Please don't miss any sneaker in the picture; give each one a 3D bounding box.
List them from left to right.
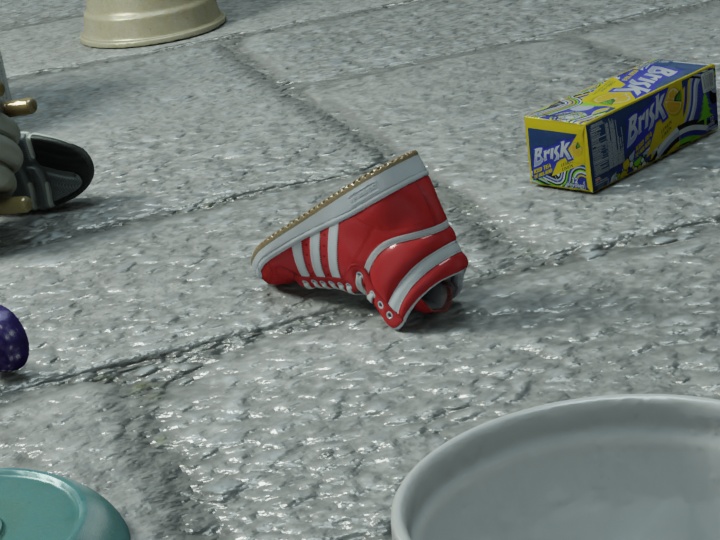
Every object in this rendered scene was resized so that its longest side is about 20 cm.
[{"bbox_3d":[-0.341,-0.102,1.640,0.199,0.075,0.116,-5,18,9],"label":"sneaker"},{"bbox_3d":[0.000,0.000,1.267,0.071,0.113,0.200,-28,-2,-40],"label":"sneaker"}]

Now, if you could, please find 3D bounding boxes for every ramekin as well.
[{"bbox_3d":[0.117,0.142,0.758,0.200,0.105,0.200,-6,20,2],"label":"ramekin"}]

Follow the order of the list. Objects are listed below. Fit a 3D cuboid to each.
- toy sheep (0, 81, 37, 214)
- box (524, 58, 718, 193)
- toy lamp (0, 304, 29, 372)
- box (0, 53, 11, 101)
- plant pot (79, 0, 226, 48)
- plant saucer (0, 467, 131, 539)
[{"bbox_3d":[-0.357,-0.108,1.516,0.137,0.201,0.138,2,-17,1],"label":"toy sheep"},{"bbox_3d":[0.233,-0.131,1.519,0.070,0.064,0.200,12,27,42],"label":"box"},{"bbox_3d":[-0.309,0.080,1.153,0.058,0.058,0.200,8,25,36],"label":"toy lamp"},{"bbox_3d":[-0.527,-0.243,1.905,0.199,0.200,0.171,-2,21,19],"label":"box"},{"bbox_3d":[-0.291,-0.411,2.299,0.200,0.184,0.201,-6,20,2],"label":"plant pot"},{"bbox_3d":[-0.228,0.158,0.957,0.200,0.027,0.200,-6,20,2],"label":"plant saucer"}]
